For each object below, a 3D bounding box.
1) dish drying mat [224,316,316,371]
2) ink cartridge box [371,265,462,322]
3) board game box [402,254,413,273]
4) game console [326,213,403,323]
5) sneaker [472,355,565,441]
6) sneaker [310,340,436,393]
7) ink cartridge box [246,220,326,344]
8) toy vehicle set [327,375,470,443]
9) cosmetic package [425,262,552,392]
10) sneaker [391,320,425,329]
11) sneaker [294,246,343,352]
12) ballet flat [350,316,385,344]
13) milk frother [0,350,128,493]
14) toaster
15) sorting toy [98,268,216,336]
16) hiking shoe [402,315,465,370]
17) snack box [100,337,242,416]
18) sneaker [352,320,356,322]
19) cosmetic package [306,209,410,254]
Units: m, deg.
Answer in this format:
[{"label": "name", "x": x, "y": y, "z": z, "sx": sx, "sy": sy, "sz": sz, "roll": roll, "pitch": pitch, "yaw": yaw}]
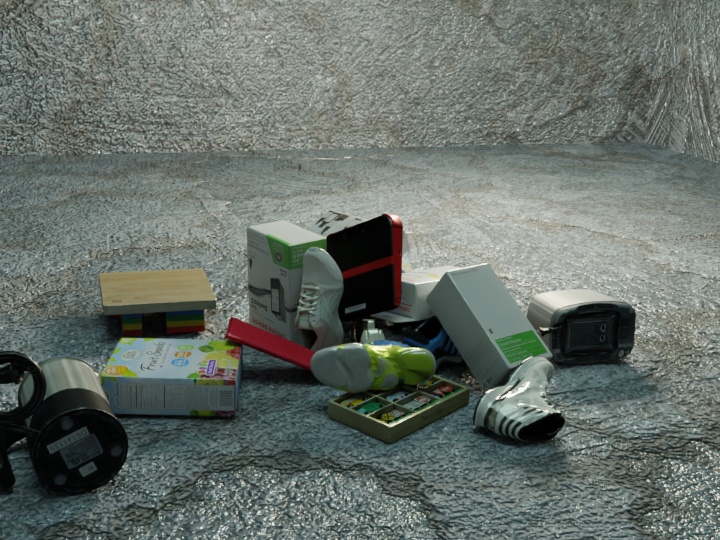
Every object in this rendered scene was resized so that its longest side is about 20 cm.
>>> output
[{"label": "dish drying mat", "x": -0.126, "y": 0.132, "z": 1.580, "sx": 0.200, "sy": 0.018, "sz": 0.077, "roll": 24, "pitch": 13, "yaw": -9}, {"label": "ink cartridge box", "x": 0.113, "y": 0.040, "z": 1.714, "sx": 0.200, "sy": 0.068, "sz": 0.116, "roll": -10, "pitch": 11, "yaw": -32}, {"label": "board game box", "x": 0.032, "y": 0.001, "z": 1.943, "sx": 0.105, "sy": 0.103, "sz": 0.200, "roll": 35, "pitch": 12, "yaw": -14}, {"label": "game console", "x": 0.000, "y": 0.000, "z": 1.713, "sx": 0.031, "sy": 0.177, "sz": 0.200, "roll": 13, "pitch": -22, "yaw": -40}, {"label": "sneaker", "x": 0.268, "y": 0.205, "z": 1.456, "sx": 0.115, "sy": 0.076, "sz": 0.200, "roll": 24, "pitch": 34, "yaw": 31}, {"label": "sneaker", "x": 0.013, "y": 0.147, "z": 1.508, "sx": 0.200, "sy": 0.076, "sz": 0.105, "roll": 5, "pitch": 3, "yaw": -15}, {"label": "ink cartridge box", "x": -0.133, "y": 0.025, "z": 1.735, "sx": 0.084, "sy": 0.200, "sz": 0.145, "roll": -13, "pitch": 23, "yaw": -35}, {"label": "toy vehicle set", "x": 0.061, "y": 0.202, "z": 1.479, "sx": 0.124, "sy": 0.027, "sz": 0.200, "roll": 16, "pitch": 22, "yaw": 38}, {"label": "cosmetic package", "x": 0.210, "y": 0.094, "z": 1.596, "sx": 0.108, "sy": 0.085, "sz": 0.200, "roll": -12, "pitch": 60, "yaw": -37}, {"label": "sneaker", "x": 0.144, "y": 0.081, "z": 1.829, "sx": 0.200, "sy": 0.067, "sz": 0.091, "roll": -6, "pitch": 21, "yaw": -14}, {"label": "sneaker", "x": -0.074, "y": 0.060, "z": 1.638, "sx": 0.070, "sy": 0.200, "sz": 0.080, "roll": 9, "pitch": 24, "yaw": 34}, {"label": "ballet flat", "x": 0.018, "y": 0.124, "z": 1.651, "sx": 0.068, "sy": 0.072, "sz": 0.200, "roll": 1, "pitch": 17, "yaw": -5}, {"label": "milk frother", "x": -0.412, "y": 0.164, "z": 1.248, "sx": 0.180, "sy": 0.200, "sz": 0.188, "roll": -10, "pitch": 20, "yaw": -23}, {"label": "toaster", "x": 0.383, "y": 0.098, "z": 1.727, "sx": 0.200, "sy": 0.114, "sz": 0.129, "roll": -5, "pitch": 14, "yaw": -15}, {"label": "sorting toy", "x": -0.383, "y": 0.061, "z": 1.805, "sx": 0.200, "sy": 0.070, "sz": 0.199, "roll": -3, "pitch": 18, "yaw": -16}, {"label": "hiking shoe", "x": 0.146, "y": 0.119, "z": 1.659, "sx": 0.074, "sy": 0.087, "sz": 0.200, "roll": 16, "pitch": 22, "yaw": 37}, {"label": "snack box", "x": -0.287, "y": 0.162, "z": 1.490, "sx": 0.200, "sy": 0.068, "sz": 0.169, "roll": 0, "pitch": 16, "yaw": -4}, {"label": "sneaker", "x": -0.022, "y": 0.070, "z": 1.806, "sx": 0.200, "sy": 0.104, "sz": 0.060, "roll": -34, "pitch": 0, "yaw": 14}, {"label": "cosmetic package", "x": -0.009, "y": -0.058, "z": 1.830, "sx": 0.200, "sy": 0.051, "sz": 0.083, "roll": 18, "pitch": 51, "yaw": 40}]
